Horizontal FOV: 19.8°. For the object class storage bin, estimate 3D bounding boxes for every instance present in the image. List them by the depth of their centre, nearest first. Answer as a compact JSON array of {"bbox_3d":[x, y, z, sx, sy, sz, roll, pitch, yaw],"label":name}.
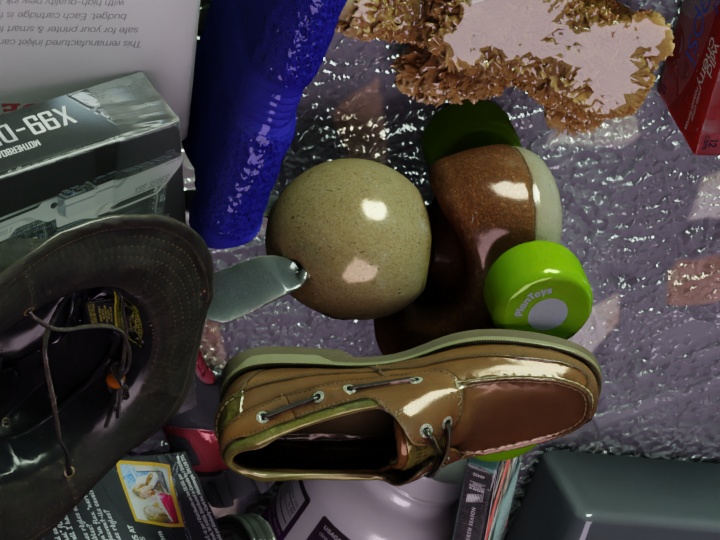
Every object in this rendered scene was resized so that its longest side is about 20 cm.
[{"bbox_3d":[0.186,0.204,1.362,0.200,0.146,0.134,6,116,-18],"label":"storage bin"}]

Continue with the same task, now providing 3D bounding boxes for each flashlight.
[{"bbox_3d":[-0.102,0.048,1.207,0.068,0.068,0.200,-19,125,-3],"label":"flashlight"}]

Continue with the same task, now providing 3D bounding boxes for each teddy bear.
[{"bbox_3d":[0.067,-0.146,1.100,0.200,0.067,0.145,7,117,-11],"label":"teddy bear"}]

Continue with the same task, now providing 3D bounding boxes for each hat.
[{"bbox_3d":[-0.165,0.039,0.962,0.201,0.081,0.201,-36,148,-27],"label":"hat"}]

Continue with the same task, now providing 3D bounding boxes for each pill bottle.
[{"bbox_3d":[-0.010,0.175,1.296,0.112,0.113,0.200,19,121,-27],"label":"pill bottle"}]

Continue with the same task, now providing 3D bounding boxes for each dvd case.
[{"bbox_3d":[0.076,0.143,1.248,0.022,0.146,0.200,14,130,10],"label":"dvd case"}]

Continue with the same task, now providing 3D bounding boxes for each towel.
[{"bbox_3d":[-0.038,-0.124,1.024,0.049,0.148,0.200,12,121,-19],"label":"towel"}]

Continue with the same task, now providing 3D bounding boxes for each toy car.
[{"bbox_3d":[0.000,0.000,1.121,0.200,0.164,0.158,3,127,-18],"label":"toy car"}]

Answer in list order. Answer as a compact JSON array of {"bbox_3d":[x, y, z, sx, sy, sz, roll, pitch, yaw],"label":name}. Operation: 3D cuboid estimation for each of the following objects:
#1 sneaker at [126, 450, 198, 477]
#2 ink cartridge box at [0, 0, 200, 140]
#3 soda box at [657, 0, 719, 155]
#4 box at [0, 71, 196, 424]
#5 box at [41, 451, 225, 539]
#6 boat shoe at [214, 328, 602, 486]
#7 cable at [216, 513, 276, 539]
[{"bbox_3d":[-0.152,0.174,1.249,0.200,0.075,0.100,-32,98,40],"label":"sneaker"},{"bbox_3d":[-0.152,-0.163,1.006,0.145,0.088,0.200,-1,128,-13],"label":"ink cartridge box"},{"bbox_3d":[0.222,-0.161,1.114,0.063,0.070,0.200,-1,128,-15],"label":"soda box"},{"bbox_3d":[-0.165,0.012,1.037,0.158,0.050,0.200,-19,136,-22],"label":"box"},{"bbox_3d":[-0.158,0.211,1.121,0.115,0.132,0.200,-2,142,-38],"label":"box"},{"bbox_3d":[0.026,0.079,1.051,0.200,0.068,0.072,-6,124,2],"label":"boat shoe"},{"bbox_3d":[-0.094,0.170,1.255,0.050,0.097,0.200,5,156,-32],"label":"cable"}]
